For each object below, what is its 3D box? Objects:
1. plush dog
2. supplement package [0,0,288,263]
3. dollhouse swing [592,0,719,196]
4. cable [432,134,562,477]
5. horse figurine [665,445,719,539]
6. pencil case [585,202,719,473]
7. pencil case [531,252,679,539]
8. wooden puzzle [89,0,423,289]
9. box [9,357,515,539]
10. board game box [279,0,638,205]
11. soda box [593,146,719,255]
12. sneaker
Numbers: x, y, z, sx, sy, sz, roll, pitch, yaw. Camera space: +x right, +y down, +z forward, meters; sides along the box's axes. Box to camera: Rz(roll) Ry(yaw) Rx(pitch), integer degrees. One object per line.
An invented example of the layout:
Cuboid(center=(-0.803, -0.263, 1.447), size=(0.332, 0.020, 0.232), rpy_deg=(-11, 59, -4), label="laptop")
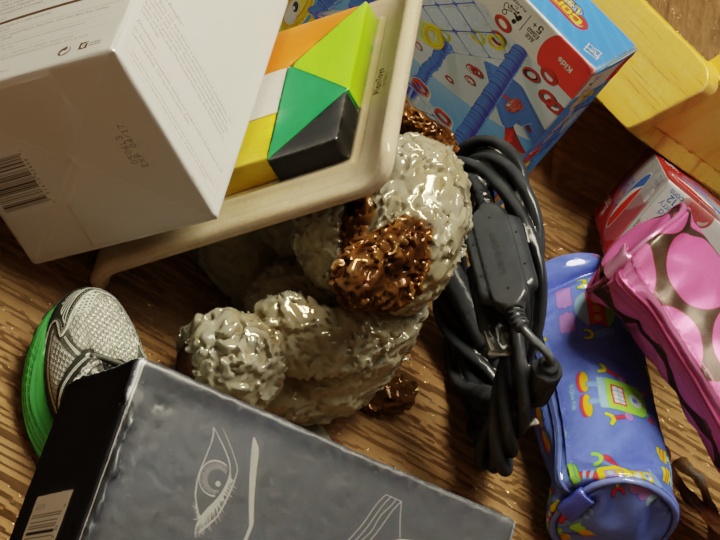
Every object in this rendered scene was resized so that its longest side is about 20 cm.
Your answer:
Cuboid(center=(0.000, 0.000, 1.375), size=(0.160, 0.172, 0.200), rpy_deg=(27, 38, -17), label="plush dog")
Cuboid(center=(-0.133, -0.121, 1.366), size=(0.121, 0.120, 0.200), rpy_deg=(60, 29, -33), label="supplement package")
Cuboid(center=(0.253, -0.157, 1.683), size=(0.200, 0.176, 0.182), rpy_deg=(26, 21, -54), label="dollhouse swing")
Cuboid(center=(0.076, 0.018, 1.443), size=(0.051, 0.163, 0.200), rpy_deg=(-8, 48, -9), label="cable")
Cuboid(center=(0.249, 0.168, 1.520), size=(0.200, 0.050, 0.133), rpy_deg=(4, 53, -41), label="horse figurine")
Cuboid(center=(0.208, 0.062, 1.453), size=(0.094, 0.091, 0.200), rpy_deg=(-29, 84, -50), label="pencil case")
Cuboid(center=(0.134, 0.077, 1.492), size=(0.087, 0.078, 0.200), rpy_deg=(19, 41, -28), label="pencil case")
Cuboid(center=(-0.059, -0.084, 1.395), size=(0.037, 0.200, 0.185), rpy_deg=(54, 28, -31), label="wooden puzzle")
Cuboid(center=(-0.063, 0.171, 1.124), size=(0.200, 0.117, 0.197), rpy_deg=(25, 73, -19), label="box")
Cuboid(center=(0.035, -0.134, 1.525), size=(0.200, 0.196, 0.056), rpy_deg=(46, 37, 9), label="board game box")
Cuboid(center=(0.196, -0.027, 1.599), size=(0.070, 0.063, 0.200), rpy_deg=(39, 9, -2), label="soda box")
Cuboid(center=(-0.115, 0.087, 1.261), size=(0.078, 0.085, 0.200), rpy_deg=(9, 46, -34), label="sneaker")
